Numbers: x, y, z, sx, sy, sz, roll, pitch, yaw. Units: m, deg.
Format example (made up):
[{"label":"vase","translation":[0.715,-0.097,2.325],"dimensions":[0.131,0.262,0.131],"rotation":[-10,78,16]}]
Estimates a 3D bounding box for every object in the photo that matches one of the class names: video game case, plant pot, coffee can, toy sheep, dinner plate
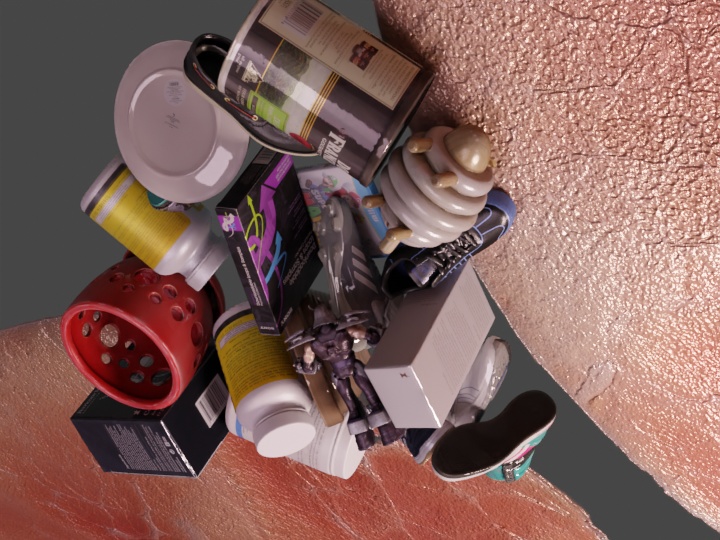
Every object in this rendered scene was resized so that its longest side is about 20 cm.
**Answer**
[{"label":"video game case","translation":[-0.053,-0.072,1.510],"dimensions":[0.198,0.018,0.144],"rotation":[-5,125,34]},{"label":"plant pot","translation":[-0.040,0.102,1.577],"dimensions":[0.092,0.202,0.203],"rotation":[-22,123,-1]},{"label":"plant pot","translation":[-0.302,0.067,1.670],"dimensions":[0.198,0.183,0.202],"rotation":[18,137,17]},{"label":"coffee can","translation":[-0.037,-0.208,1.279],"dimensions":[0.199,0.147,0.147],"rotation":[33,138,1]},{"label":"toy sheep","translation":[0.078,-0.091,1.323],"dimensions":[0.138,0.138,0.200],"rotation":[40,124,-9]},{"label":"dinner plate","translation":[-0.229,-0.183,1.442],"dimensions":[0.197,0.024,0.204],"rotation":[4,101,22]}]

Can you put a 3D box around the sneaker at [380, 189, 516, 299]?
[{"label":"sneaker","translation":[0.104,-0.024,1.403],"dimensions":[0.070,0.078,0.199],"rotation":[44,131,-17]}]

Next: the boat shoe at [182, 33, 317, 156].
[{"label":"boat shoe","translation":[-0.120,-0.206,1.374],"dimensions":[0.200,0.074,0.063],"rotation":[34,157,-5]}]

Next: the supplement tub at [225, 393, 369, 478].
[{"label":"supplement tub","translation":[-0.087,0.212,1.711],"dimensions":[0.198,0.132,0.133],"rotation":[21,137,15]}]

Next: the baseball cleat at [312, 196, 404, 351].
[{"label":"baseball cleat","translation":[0.000,0.000,1.487],"dimensions":[0.069,0.105,0.203],"rotation":[21,118,59]}]

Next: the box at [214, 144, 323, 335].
[{"label":"box","translation":[-0.109,-0.040,1.455],"dimensions":[0.036,0.144,0.202],"rotation":[6,132,25]}]

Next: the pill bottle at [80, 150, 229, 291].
[{"label":"pill bottle","translation":[-0.274,-0.066,1.582],"dimensions":[0.199,0.112,0.112],"rotation":[40,138,-7]}]

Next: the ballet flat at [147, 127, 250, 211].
[{"label":"ballet flat","translation":[-0.191,-0.144,1.489],"dimensions":[0.200,0.072,0.072],"rotation":[-39,105,24]}]

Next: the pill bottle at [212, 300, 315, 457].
[{"label":"pill bottle","translation":[-0.130,0.150,1.607],"dimensions":[0.111,0.202,0.113],"rotation":[-15,146,-10]}]

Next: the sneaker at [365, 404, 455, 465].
[{"label":"sneaker","translation":[0.066,0.203,1.599],"dimensions":[0.109,0.070,0.200],"rotation":[45,175,2]}]

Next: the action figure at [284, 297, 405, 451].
[{"label":"action figure","translation":[-0.016,0.124,1.438],"dimensions":[0.129,0.069,0.202],"rotation":[-18,104,25]}]

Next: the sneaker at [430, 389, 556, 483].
[{"label":"sneaker","translation":[0.169,0.244,1.550],"dimensions":[0.084,0.198,0.122],"rotation":[51,149,29]}]

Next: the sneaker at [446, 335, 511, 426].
[{"label":"sneaker","translation":[0.142,0.152,1.561],"dimensions":[0.086,0.075,0.201],"rotation":[32,138,9]}]

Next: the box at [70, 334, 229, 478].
[{"label":"box","translation":[-0.299,0.204,1.784],"dimensions":[0.194,0.201,0.125],"rotation":[-5,125,34]}]

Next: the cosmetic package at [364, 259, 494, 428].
[{"label":"cosmetic package","translation":[0.089,0.089,1.434],"dimensions":[0.070,0.201,0.102],"rotation":[-6,125,35]}]
